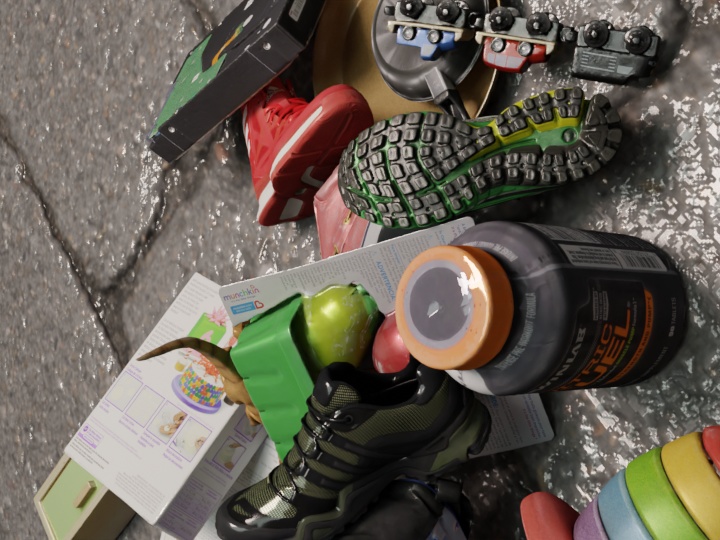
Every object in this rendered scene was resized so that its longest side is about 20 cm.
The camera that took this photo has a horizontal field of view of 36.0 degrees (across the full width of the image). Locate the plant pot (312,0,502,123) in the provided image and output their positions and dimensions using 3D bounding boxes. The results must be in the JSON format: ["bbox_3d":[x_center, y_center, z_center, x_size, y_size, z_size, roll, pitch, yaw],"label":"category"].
[{"bbox_3d":[0.039,-0.175,0.890,0.200,0.027,0.201,-2,88,44],"label":"plant pot"}]

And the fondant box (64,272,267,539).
[{"bbox_3d":[-0.147,0.116,0.970,0.144,0.058,0.200,25,75,41],"label":"fondant box"}]

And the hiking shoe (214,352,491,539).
[{"bbox_3d":[-0.018,0.111,0.741,0.101,0.200,0.076,62,179,-20],"label":"hiking shoe"}]

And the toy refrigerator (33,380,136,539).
[{"bbox_3d":[-0.255,0.201,1.121,0.200,0.070,0.076,-50,56,29],"label":"toy refrigerator"}]

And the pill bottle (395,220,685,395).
[{"bbox_3d":[0.111,0.024,0.694,0.106,0.200,0.107,-2,87,44],"label":"pill bottle"}]

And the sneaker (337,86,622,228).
[{"bbox_3d":[0.081,-0.070,0.770,0.199,0.085,0.078,-7,85,13],"label":"sneaker"}]

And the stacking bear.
[{"bbox_3d":[0.212,0.140,0.658,0.200,0.121,0.114,-43,19,19],"label":"stacking bear"}]

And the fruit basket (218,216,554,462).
[{"bbox_3d":[0.018,0.065,0.806,0.199,0.094,0.186,-19,110,15],"label":"fruit basket"}]

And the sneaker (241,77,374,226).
[{"bbox_3d":[-0.060,-0.124,0.908,0.200,0.078,0.116,-45,61,57],"label":"sneaker"}]

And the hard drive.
[{"bbox_3d":[-0.104,-0.191,0.968,0.200,0.038,0.140,-31,31,39],"label":"hard drive"}]

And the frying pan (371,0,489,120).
[{"bbox_3d":[0.048,-0.150,0.847,0.115,0.031,0.191,-4,82,44],"label":"frying pan"}]

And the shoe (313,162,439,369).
[{"bbox_3d":[0.000,0.000,0.883,0.091,0.071,0.201,55,138,43],"label":"shoe"}]

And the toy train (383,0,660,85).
[{"bbox_3d":[0.109,-0.161,0.779,0.199,0.034,0.046,14,107,21],"label":"toy train"}]

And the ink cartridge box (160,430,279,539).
[{"bbox_3d":[-0.110,0.226,1.000,0.162,0.057,0.201,22,107,42],"label":"ink cartridge box"}]

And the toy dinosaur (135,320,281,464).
[{"bbox_3d":[-0.090,0.079,0.847,0.060,0.200,0.106,-32,37,9],"label":"toy dinosaur"}]

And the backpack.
[{"bbox_3d":[0.014,0.256,0.788,0.200,0.154,0.191,-16,119,44],"label":"backpack"}]
